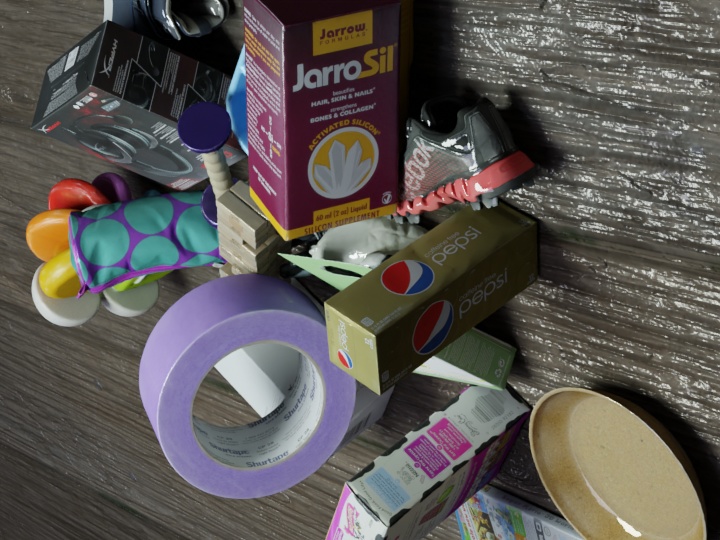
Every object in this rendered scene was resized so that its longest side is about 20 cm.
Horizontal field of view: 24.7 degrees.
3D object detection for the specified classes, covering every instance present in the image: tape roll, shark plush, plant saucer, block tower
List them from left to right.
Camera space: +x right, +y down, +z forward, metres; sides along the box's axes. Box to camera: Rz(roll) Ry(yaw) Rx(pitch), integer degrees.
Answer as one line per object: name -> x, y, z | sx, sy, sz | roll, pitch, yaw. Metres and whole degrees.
tape roll -> -0.109, 0.112, 1.584 | 0.085, 0.198, 0.202 | -128, 20, -59
block tower -> -0.104, -0.009, 1.632 | 0.058, 0.054, 0.201 | 38, 152, 20
shark plush -> 0.000, 0.000, 1.550 | 0.198, 0.092, 0.083 | -19, 135, 30
plant saucer -> 0.236, 0.182, 1.463 | 0.199, 0.035, 0.202 | 34, 143, 31

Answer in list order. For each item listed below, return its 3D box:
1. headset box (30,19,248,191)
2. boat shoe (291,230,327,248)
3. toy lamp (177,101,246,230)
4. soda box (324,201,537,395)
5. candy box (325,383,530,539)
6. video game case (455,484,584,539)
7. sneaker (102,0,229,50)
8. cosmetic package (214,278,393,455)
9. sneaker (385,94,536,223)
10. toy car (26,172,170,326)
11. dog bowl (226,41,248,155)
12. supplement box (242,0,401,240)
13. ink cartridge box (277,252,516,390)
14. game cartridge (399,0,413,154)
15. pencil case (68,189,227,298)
headset box -> -0.204, -0.156, 1.637 | 0.198, 0.078, 0.148 | 24, 156, -29
boat shoe -> -0.048, -0.064, 1.608 | 0.075, 0.062, 0.199 | 60, 148, -3
toy lamp -> -0.137, -0.090, 1.590 | 0.058, 0.058, 0.200 | 42, 166, 21
soda box -> 0.063, 0.017, 1.390 | 0.064, 0.199, 0.068 | 30, 141, 36
candy box -> 0.062, 0.198, 1.563 | 0.061, 0.199, 0.137 | 43, 147, 18
video game case -> 0.176, 0.294, 1.671 | 0.199, 0.018, 0.145 | 19, 134, 45
sneaker -> -0.193, -0.233, 1.637 | 0.146, 0.077, 0.204 | 33, 141, 38
cosmetic package -> -0.072, 0.098, 1.746 | 0.200, 0.113, 0.081 | 44, 148, 15
sneaker -> 0.068, -0.098, 1.405 | 0.200, 0.070, 0.099 | -11, 104, 59
toy car -> -0.286, -0.038, 1.856 | 0.175, 0.198, 0.151 | -44, 65, 42
dog bowl -> -0.067, -0.164, 1.494 | 0.112, 0.049, 0.201 | 49, 149, 13
supplement box -> -0.032, -0.140, 1.376 | 0.086, 0.109, 0.202 | 49, 147, 48
ink cartridge box -> 0.028, 0.048, 1.516 | 0.199, 0.048, 0.145 | 27, 169, -37
game cartridge -> -0.022, -0.205, 1.473 | 0.176, 0.032, 0.202 | 36, 142, 31
pencil case -> -0.204, -0.031, 1.712 | 0.085, 0.197, 0.094 | 125, 135, -73
